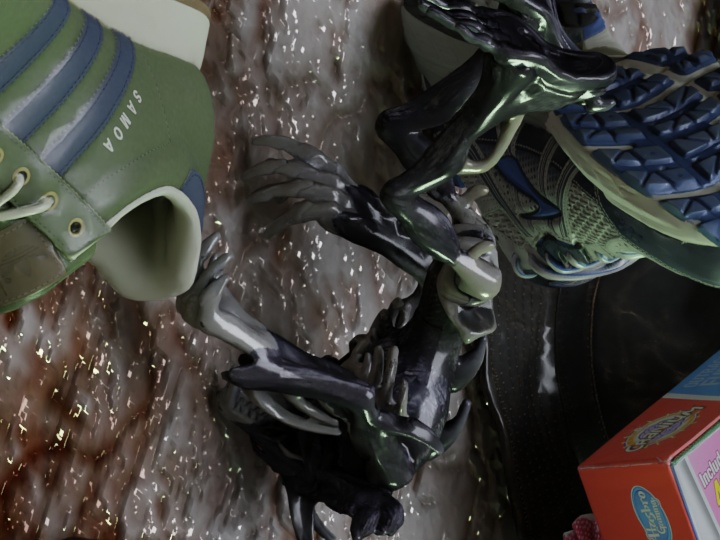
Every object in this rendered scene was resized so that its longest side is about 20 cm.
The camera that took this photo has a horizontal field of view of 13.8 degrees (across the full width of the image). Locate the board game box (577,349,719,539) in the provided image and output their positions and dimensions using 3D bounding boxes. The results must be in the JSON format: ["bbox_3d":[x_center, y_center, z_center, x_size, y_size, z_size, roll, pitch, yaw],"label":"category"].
[{"bbox_3d":[0.163,0.125,1.057,0.153,0.040,0.200,-33,108,-45],"label":"board game box"}]

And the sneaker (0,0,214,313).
[{"bbox_3d":[-0.097,-0.035,0.779,0.200,0.067,0.090,7,77,-61],"label":"sneaker"}]

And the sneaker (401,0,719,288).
[{"bbox_3d":[0.083,-0.030,0.982,0.077,0.200,0.085,-14,119,-22],"label":"sneaker"}]

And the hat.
[{"bbox_3d":[0.123,0.033,1.125,0.200,0.081,0.201,2,87,-59],"label":"hat"}]

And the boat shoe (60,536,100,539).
[{"bbox_3d":[-0.029,0.132,0.880,0.202,0.075,0.075,30,69,-55],"label":"boat shoe"}]

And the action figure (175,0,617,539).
[{"bbox_3d":[0.000,0.000,0.909,0.119,0.102,0.200,-78,-166,-67],"label":"action figure"}]

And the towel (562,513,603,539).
[{"bbox_3d":[0.127,0.175,1.088,0.146,0.030,0.201,-10,102,-49],"label":"towel"}]
